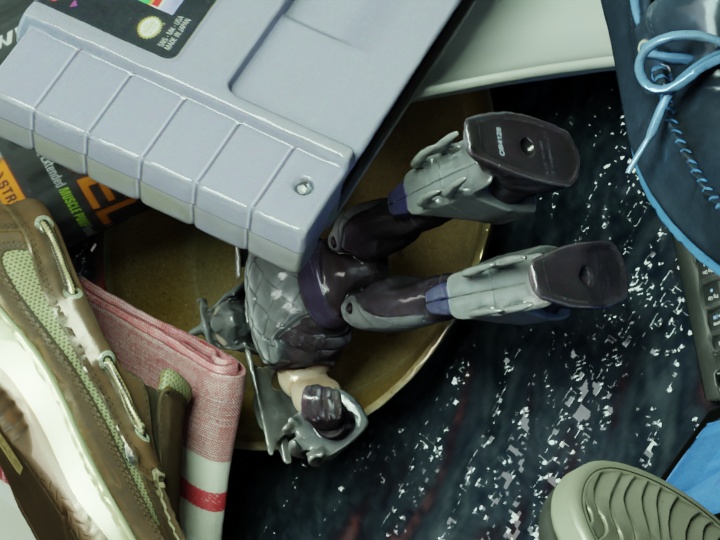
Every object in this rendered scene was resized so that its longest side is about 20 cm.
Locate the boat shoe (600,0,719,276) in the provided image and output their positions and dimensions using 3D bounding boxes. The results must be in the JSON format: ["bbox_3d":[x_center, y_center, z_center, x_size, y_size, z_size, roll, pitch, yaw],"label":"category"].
[{"bbox_3d":[0.116,-0.076,0.970,0.084,0.069,0.200,-15,49,-11],"label":"boat shoe"}]

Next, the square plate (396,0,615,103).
[{"bbox_3d":[0.031,-0.140,1.079,0.028,0.200,0.198,99,158,-55],"label":"square plate"}]

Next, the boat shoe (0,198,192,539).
[{"bbox_3d":[-0.090,0.062,1.043,0.202,0.075,0.075,58,159,2],"label":"boat shoe"}]

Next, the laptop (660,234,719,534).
[{"bbox_3d":[0.163,-0.014,0.962,0.177,0.103,0.200,-22,65,31],"label":"laptop"}]

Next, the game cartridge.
[{"bbox_3d":[-0.031,-0.102,1.009,0.130,0.038,0.200,27,57,8],"label":"game cartridge"}]

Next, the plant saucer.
[{"bbox_3d":[-0.018,-0.024,1.153,0.200,0.035,0.200,-12,71,36],"label":"plant saucer"}]

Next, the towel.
[{"bbox_3d":[-0.102,0.105,1.142,0.144,0.023,0.200,28,119,42],"label":"towel"}]

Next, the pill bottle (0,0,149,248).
[{"bbox_3d":[-0.103,-0.073,1.113,0.200,0.106,0.106,-27,58,-1],"label":"pill bottle"}]

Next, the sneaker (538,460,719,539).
[{"bbox_3d":[0.097,0.156,0.920,0.106,0.200,0.075,-28,17,36],"label":"sneaker"}]

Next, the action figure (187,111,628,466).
[{"bbox_3d":[0.000,0.000,1.056,0.200,0.069,0.130,-20,83,44],"label":"action figure"}]
